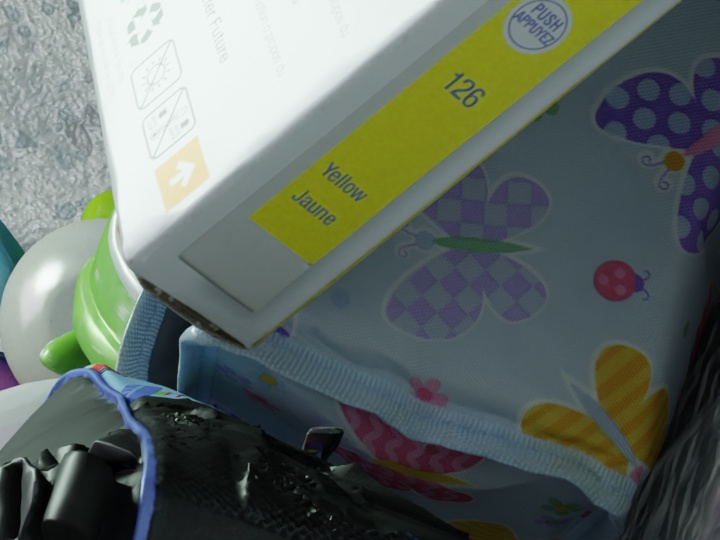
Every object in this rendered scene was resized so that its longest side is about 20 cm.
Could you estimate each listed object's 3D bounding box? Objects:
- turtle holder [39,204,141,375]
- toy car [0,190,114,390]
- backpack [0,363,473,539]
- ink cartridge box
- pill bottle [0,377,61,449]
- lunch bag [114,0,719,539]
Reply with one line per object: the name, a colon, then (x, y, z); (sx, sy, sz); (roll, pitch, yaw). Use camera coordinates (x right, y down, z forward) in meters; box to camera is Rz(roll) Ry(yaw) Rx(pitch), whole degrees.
turtle holder: (0.002, 0.005, 0.825); (0.132, 0.184, 0.141); (-64, 34, 18)
toy car: (-0.146, 0.059, 1.079); (0.175, 0.149, 0.202); (78, -156, -88)
backpack: (-0.041, 0.115, 0.514); (0.200, 0.134, 0.184); (-157, 86, -76)
ink cartridge box: (0.021, -0.116, 0.515); (0.199, 0.047, 0.198); (-36, 41, 19)
pill bottle: (-0.062, 0.137, 0.665); (0.113, 0.111, 0.201); (115, 145, -48)
lunch bag: (0.021, -0.013, 0.624); (0.200, 0.126, 0.171); (109, -178, -74)
